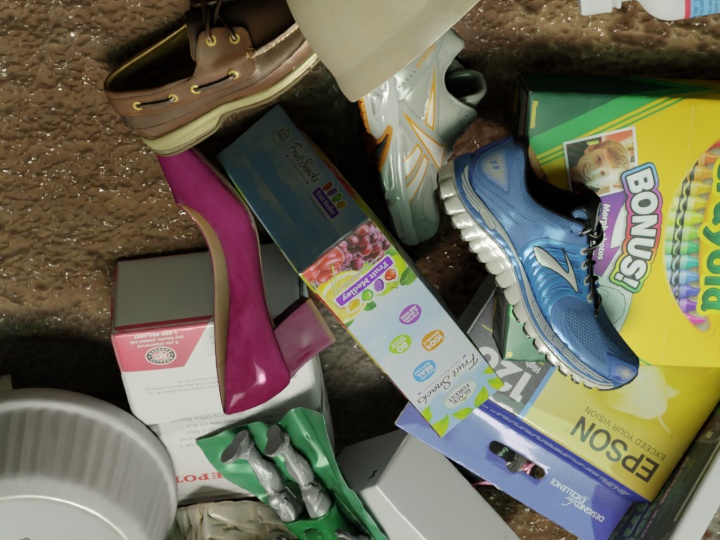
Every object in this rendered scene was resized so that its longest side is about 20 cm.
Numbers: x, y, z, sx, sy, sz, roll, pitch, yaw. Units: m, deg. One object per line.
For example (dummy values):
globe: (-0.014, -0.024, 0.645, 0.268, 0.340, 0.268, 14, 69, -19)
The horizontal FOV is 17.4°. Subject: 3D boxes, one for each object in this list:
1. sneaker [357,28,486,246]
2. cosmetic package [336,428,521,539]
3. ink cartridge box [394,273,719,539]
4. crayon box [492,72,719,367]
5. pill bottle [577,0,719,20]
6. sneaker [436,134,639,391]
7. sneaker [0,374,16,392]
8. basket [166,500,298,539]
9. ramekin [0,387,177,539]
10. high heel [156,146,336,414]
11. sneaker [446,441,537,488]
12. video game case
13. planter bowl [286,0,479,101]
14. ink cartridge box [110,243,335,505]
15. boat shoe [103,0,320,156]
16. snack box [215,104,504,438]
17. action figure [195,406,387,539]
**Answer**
sneaker: (0.048, -0.097, 1.644, 0.091, 0.076, 0.201, -16, 139, -2)
cosmetic package: (0.062, 0.223, 1.857, 0.200, 0.071, 0.101, 48, 144, -16)
ink cartridge box: (0.160, 0.084, 1.757, 0.197, 0.047, 0.201, 31, 93, -13)
crayon box: (0.190, -0.035, 1.674, 0.171, 0.058, 0.201, 2, 110, -6)
pill bottle: (0.233, -0.221, 1.509, 0.198, 0.109, 0.109, -10, 135, 3)
sneaker: (0.138, -0.006, 1.606, 0.089, 0.079, 0.200, -32, 106, 13)
sneaker: (-0.316, 0.109, 1.830, 0.199, 0.073, 0.085, 18, 98, -13)
basket: (-0.078, 0.257, 1.885, 0.199, 0.137, 0.123, 5, 163, -34)
ramekin: (-0.239, 0.192, 1.772, 0.201, 0.095, 0.203, 0, 129, 1)
high heel: (-0.108, 0.000, 1.661, 0.096, 0.067, 0.201, -36, 91, -8)
sneaker: (0.123, 0.124, 1.845, 0.199, 0.079, 0.096, -32, 93, 32)
video game case: (0.248, 0.147, 1.778, 0.023, 0.201, 0.182, 31, 170, -6)
planter bowl: (0.021, -0.222, 1.449, 0.135, 0.200, 0.200, 46, 120, -8)
ink cartridge box: (-0.102, 0.081, 1.795, 0.144, 0.085, 0.201, -6, 134, 2)
boat shoe: (-0.088, -0.149, 1.574, 0.199, 0.072, 0.067, -31, 132, 27)
snack box: (0.000, 0.000, 1.660, 0.068, 0.169, 0.200, -38, 131, 1)
action figure: (-0.031, 0.194, 1.796, 0.118, 0.055, 0.200, -11, 130, 34)
